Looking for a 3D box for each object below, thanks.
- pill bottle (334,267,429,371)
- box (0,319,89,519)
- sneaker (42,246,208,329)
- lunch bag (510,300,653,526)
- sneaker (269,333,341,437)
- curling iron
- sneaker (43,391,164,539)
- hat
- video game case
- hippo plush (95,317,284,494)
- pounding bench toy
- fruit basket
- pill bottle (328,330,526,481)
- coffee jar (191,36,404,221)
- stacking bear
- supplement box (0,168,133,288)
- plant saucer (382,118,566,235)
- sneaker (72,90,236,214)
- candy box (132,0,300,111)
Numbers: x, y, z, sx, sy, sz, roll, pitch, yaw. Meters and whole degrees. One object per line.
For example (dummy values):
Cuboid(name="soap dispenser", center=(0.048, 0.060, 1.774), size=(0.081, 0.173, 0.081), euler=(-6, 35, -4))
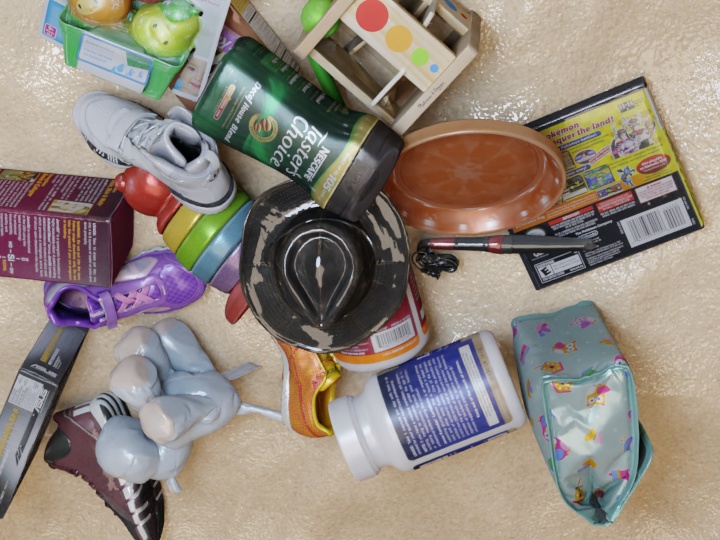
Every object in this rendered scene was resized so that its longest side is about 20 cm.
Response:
Cuboid(name="pill bottle", center=(0.000, 0.000, 1.702), size=(0.112, 0.113, 0.201), euler=(-12, 113, 11))
Cuboid(name="box", center=(-0.382, 0.162, 1.792), size=(0.048, 0.159, 0.201), euler=(24, 115, -7))
Cuboid(name="sneaker", center=(-0.272, 0.028, 1.758), size=(0.199, 0.089, 0.081), euler=(-6, 113, 7))
Cuboid(name="lunch bag", center=(0.246, 0.162, 1.718), size=(0.121, 0.171, 0.201), euler=(-14, 113, 0))
Cuboid(name="sneaker", center=(-0.055, 0.092, 1.759), size=(0.077, 0.073, 0.201), euler=(1, 111, 33))
Cuboid(name="curling iron", center=(0.155, -0.023, 1.701), size=(0.199, 0.026, 0.050), euler=(-7, 137, 9))
Cuboid(name="sneaker", center=(-0.316, 0.248, 1.883), size=(0.115, 0.076, 0.201), euler=(-13, 103, 17))
Cuboid(name="hat", center=(-0.037, 0.004, 1.597), size=(0.199, 0.081, 0.202), euler=(0, 110, -1))
Cuboid(name="video game case", center=(0.247, -0.091, 1.680), size=(0.199, 0.026, 0.181), euler=(-21, 112, 17))
Cuboid(name="hippo plush", center=(-0.230, 0.160, 1.795), size=(0.161, 0.199, 0.160), euler=(-49, 58, 34))
Cuboid(name="pounding bench toy", center=(0.000, -0.220, 1.590), size=(0.156, 0.124, 0.200), euler=(39, 113, -12))
Cuboid(name="fruit basket", center=(-0.222, -0.271, 1.532), size=(0.184, 0.094, 0.200), euler=(22, 137, -3))
Cuboid(name="pill bottle", center=(0.073, 0.153, 1.707), size=(0.199, 0.116, 0.116), euler=(-22, 112, 4))
Cuboid(name="coffee jar", center=(-0.060, -0.138, 1.534), size=(0.199, 0.085, 0.105), euler=(31, 110, -1))
Cuboid(name="stacking bear", center=(-0.174, -0.055, 1.697), size=(0.200, 0.114, 0.122), euler=(39, 73, 0))
Cuboid(name="supplement box", center=(-0.359, -0.050, 1.717), size=(0.199, 0.110, 0.086), euler=(6, 117, 3))
Cuboid(name="plant saucer", center=(0.113, -0.100, 1.616), size=(0.199, 0.032, 0.201), euler=(-1, 150, 0))
Cuboid(name="sneaker", center=(-0.217, -0.141, 1.608), size=(0.199, 0.115, 0.075), euler=(33, 74, 10))
Cuboid(name="candy box", center=(-0.170, -0.250, 1.632), size=(0.116, 0.057, 0.200), euler=(-33, 106, 20))
